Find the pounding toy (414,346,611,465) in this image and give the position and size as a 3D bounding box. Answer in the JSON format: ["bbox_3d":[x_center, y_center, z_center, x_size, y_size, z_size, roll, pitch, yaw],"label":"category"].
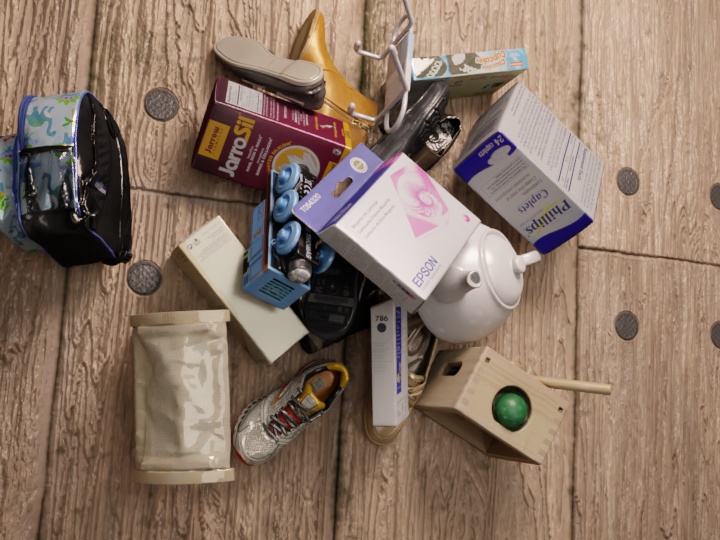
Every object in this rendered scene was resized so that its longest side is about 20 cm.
[{"bbox_3d":[0.214,0.184,1.222,0.184,0.200,0.142,34,73,-13],"label":"pounding toy"}]

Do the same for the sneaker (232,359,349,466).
[{"bbox_3d":[-0.095,0.188,1.165,0.200,0.082,0.078,-43,98,-26],"label":"sneaker"}]

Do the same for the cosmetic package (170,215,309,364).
[{"bbox_3d":[-0.168,0.030,1.159,0.073,0.104,0.200,-38,95,-18],"label":"cosmetic package"}]

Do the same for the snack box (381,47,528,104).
[{"bbox_3d":[0.146,-0.299,1.306,0.199,0.116,0.037,-10,85,-21],"label":"snack box"}]

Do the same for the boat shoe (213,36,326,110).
[{"bbox_3d":[-0.132,-0.279,1.202,0.200,0.057,0.067,27,53,29],"label":"boat shoe"}]

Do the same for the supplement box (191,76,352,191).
[{"bbox_3d":[-0.124,-0.176,1.184,0.199,0.086,0.111,17,122,-17],"label":"supplement box"}]

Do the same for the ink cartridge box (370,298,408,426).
[{"bbox_3d":[0.041,0.109,1.166,0.039,0.099,0.201,0,88,13],"label":"ink cartridge box"}]

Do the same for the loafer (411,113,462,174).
[{"bbox_3d":[0.083,-0.178,1.291,0.073,0.071,0.200,44,71,-9],"label":"loafer"}]

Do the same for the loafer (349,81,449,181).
[{"bbox_3d":[0.057,-0.200,1.239,0.070,0.068,0.201,35,85,18],"label":"loafer"}]

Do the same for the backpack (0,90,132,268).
[{"bbox_3d":[-0.378,-0.118,1.064,0.146,0.183,0.201,-4,74,1],"label":"backpack"}]

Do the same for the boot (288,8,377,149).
[{"bbox_3d":[-0.038,-0.277,1.270,0.144,0.071,0.202,16,81,-23],"label":"boot"}]

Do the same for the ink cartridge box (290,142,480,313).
[{"bbox_3d":[0.040,-0.070,1.089,0.200,0.043,0.196,41,45,-2],"label":"ink cartridge box"}]

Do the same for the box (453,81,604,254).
[{"bbox_3d":[0.262,-0.158,1.294,0.200,0.105,0.184,41,39,-9],"label":"box"}]

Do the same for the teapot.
[{"bbox_3d":[0.173,0.007,1.228,0.197,0.146,0.200,46,40,-36],"label":"teapot"}]

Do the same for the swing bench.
[{"bbox_3d":[-0.226,0.157,1.060,0.129,0.200,0.200,-1,83,-10],"label":"swing bench"}]

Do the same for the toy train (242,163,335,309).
[{"bbox_3d":[-0.097,-0.052,1.107,0.087,0.114,0.200,30,39,-34],"label":"toy train"}]

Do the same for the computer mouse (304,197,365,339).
[{"bbox_3d":[0.000,0.000,1.159,0.140,0.046,0.201,2,75,11],"label":"computer mouse"}]

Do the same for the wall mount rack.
[{"bbox_3d":[0.040,-0.303,1.187,0.074,0.174,0.201,14,65,-20],"label":"wall mount rack"}]

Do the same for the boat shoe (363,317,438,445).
[{"bbox_3d":[0.061,0.161,1.242,0.071,0.064,0.201,24,76,-15],"label":"boat shoe"}]

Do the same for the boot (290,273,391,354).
[{"bbox_3d":[-0.035,0.008,1.225,0.150,0.073,0.201,-13,87,-22],"label":"boot"}]
